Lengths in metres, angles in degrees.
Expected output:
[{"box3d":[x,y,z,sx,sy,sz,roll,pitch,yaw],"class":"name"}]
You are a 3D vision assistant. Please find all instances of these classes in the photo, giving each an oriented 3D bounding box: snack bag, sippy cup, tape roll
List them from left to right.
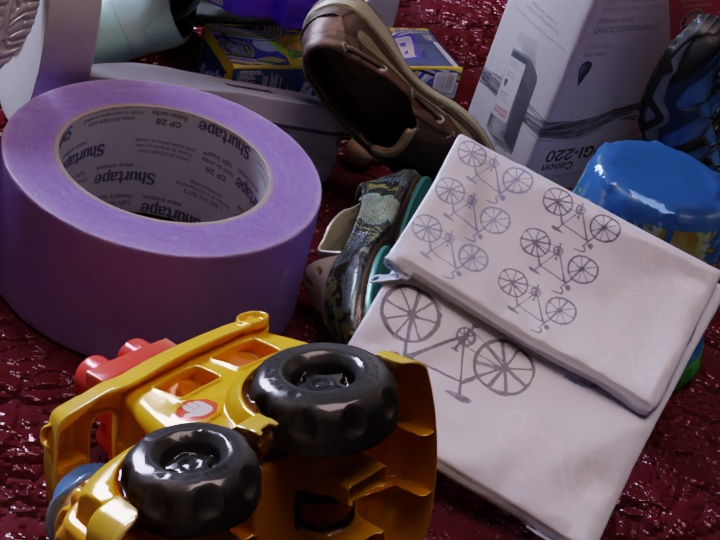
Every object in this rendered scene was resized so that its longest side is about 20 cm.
[{"box3d":[-0.219,-0.201,1.014,0.037,0.205,0.204,1,36,-26],"class":"tape roll"},{"box3d":[-0.128,-0.033,0.914,0.197,0.086,0.201,11,33,-7],"class":"tape roll"},{"box3d":[0.092,0.039,0.849,0.187,0.021,0.201,30,67,8],"class":"snack bag"},{"box3d":[0.180,-0.009,0.968,0.138,0.132,0.178,-9,41,-32],"class":"sippy cup"}]

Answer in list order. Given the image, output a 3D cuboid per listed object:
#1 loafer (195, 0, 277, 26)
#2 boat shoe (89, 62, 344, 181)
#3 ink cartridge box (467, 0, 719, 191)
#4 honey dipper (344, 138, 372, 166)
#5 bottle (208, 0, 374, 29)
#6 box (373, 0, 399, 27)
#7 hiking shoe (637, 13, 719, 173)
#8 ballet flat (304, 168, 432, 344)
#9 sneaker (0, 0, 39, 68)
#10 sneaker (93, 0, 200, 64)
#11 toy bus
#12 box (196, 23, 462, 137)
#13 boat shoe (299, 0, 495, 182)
[{"box3d":[-0.101,-0.229,1.156,0.198,0.071,0.075,6,8,34],"class":"loafer"},{"box3d":[-0.107,-0.102,1.041,0.198,0.067,0.072,6,16,-25],"class":"boat shoe"},{"box3d":[0.167,-0.144,1.095,0.144,0.202,0.085,-11,47,-35],"class":"ink cartridge box"},{"box3d":[0.072,-0.105,1.155,0.198,0.038,0.038,-13,43,-31],"class":"honey dipper"},{"box3d":[-0.085,-0.228,1.058,0.198,0.084,0.065,30,-10,2],"class":"bottle"},{"box3d":[-0.066,-0.276,1.283,0.123,0.098,0.200,-9,41,-32],"class":"box"},{"box3d":[0.244,-0.090,1.047,0.086,0.202,0.074,28,48,23],"class":"hiking shoe"},{"box3d":[0.000,0.000,0.951,0.073,0.075,0.200,19,31,5],"class":"ballet flat"},{"box3d":[-0.291,-0.145,0.938,0.129,0.201,0.079,24,4,34],"class":"sneaker"},{"box3d":[-0.173,-0.224,1.148,0.117,0.074,0.202,-14,43,9],"class":"sneaker"},{"box3d":[-0.088,0.100,0.709,0.191,0.137,0.199,24,34,36],"class":"toy bus"},{"box3d":[-0.025,-0.148,1.144,0.198,0.065,0.070,-3,38,-28],"class":"box"},{"box3d":[0.026,-0.098,1.032,0.202,0.074,0.075,44,32,-19],"class":"boat shoe"}]
